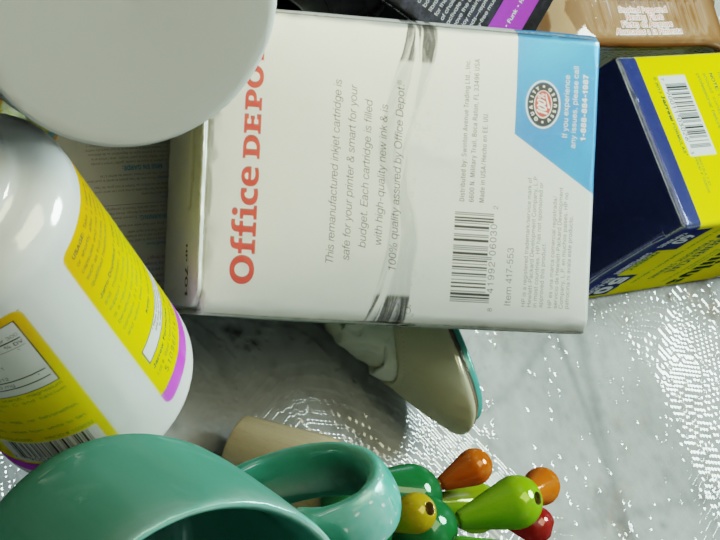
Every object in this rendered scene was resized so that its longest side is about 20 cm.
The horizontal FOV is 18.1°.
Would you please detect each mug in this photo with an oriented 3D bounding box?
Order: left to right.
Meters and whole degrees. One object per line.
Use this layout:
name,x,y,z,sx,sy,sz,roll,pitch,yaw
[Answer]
mug,-0.083,0.147,0.980,0.184,0.114,0.153,-1,107,-36

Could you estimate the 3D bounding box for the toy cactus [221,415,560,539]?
toy cactus,0.009,0.124,1.101,0.164,0.103,0.200,24,21,15

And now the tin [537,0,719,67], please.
tin,0.132,-0.129,1.332,0.199,0.112,0.042,-5,71,-40

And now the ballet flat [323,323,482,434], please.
ballet flat,0.000,0.000,1.196,0.069,0.069,0.201,-8,71,-42

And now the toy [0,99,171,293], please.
toy,-0.150,-0.085,1.106,0.115,0.047,0.201,-6,92,-40

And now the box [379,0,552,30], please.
box,0.040,-0.203,1.143,0.200,0.036,0.143,32,89,-42

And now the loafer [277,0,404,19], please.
loafer,-0.026,-0.127,1.175,0.068,0.070,0.201,34,74,18

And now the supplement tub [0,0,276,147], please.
supplement tub,-0.112,-0.139,0.966,0.140,0.141,0.200,34,9,-21

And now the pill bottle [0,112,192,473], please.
pill bottle,-0.152,0.002,0.969,0.200,0.104,0.105,61,29,-52

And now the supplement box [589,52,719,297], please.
supplement box,0.202,-0.060,1.355,0.199,0.109,0.110,-8,72,-41

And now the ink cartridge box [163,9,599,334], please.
ink cartridge box,0.009,-0.047,1.109,0.199,0.086,0.147,3,89,-17
